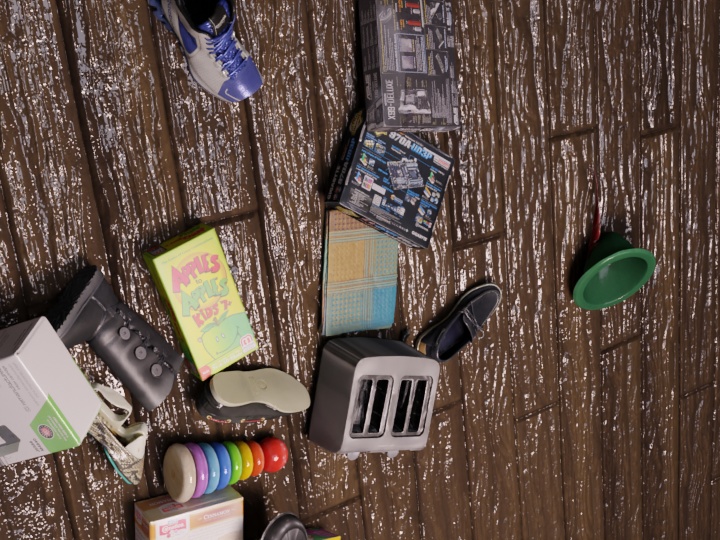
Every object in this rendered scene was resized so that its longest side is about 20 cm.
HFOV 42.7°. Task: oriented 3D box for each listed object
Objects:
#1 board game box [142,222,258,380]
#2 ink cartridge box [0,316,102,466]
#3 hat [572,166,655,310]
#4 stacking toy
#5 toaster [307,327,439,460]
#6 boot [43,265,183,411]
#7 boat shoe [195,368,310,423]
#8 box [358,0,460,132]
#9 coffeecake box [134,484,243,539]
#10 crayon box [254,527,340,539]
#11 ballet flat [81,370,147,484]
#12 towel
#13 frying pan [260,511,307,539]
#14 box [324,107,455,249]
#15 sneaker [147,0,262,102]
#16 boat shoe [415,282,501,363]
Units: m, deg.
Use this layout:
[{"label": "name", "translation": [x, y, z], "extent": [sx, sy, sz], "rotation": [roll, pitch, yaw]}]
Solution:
[{"label": "board game box", "translation": [-0.231, 0.046, 1.345], "extent": [0.101, 0.047, 0.203], "rotation": [-29, 116, -24]}, {"label": "ink cartridge box", "translation": [-0.448, 0.160, 1.140], "extent": [0.197, 0.084, 0.147], "rotation": [-17, 118, 18]}, {"label": "hat", "translation": [0.468, -0.053, 1.800], "extent": [0.164, 0.178, 0.200], "rotation": [12, 133, -36]}, {"label": "stacking toy", "translation": [-0.197, 0.296, 1.412], "extent": [0.197, 0.085, 0.087], "rotation": [-2, 103, -37]}, {"label": "toaster", "translation": [0.023, 0.201, 1.507], "extent": [0.178, 0.118, 0.204], "rotation": [6, 98, -35]}, {"label": "boot", "translation": [-0.345, 0.121, 1.255], "extent": [0.201, 0.065, 0.166], "rotation": [57, 48, -32]}, {"label": "boat shoe", "translation": [-0.163, 0.197, 1.421], "extent": [0.199, 0.074, 0.063], "rotation": [9, 138, -45]}, {"label": "box", "translation": [0.077, -0.318, 1.428], "extent": [0.156, 0.049, 0.204], "rotation": [-7, 93, -36]}, {"label": "coffeecake box", "translation": [-0.260, 0.442, 1.405], "extent": [0.151, 0.073, 0.204], "rotation": [-7, 105, -33]}, {"label": "crayon box", "translation": [-0.121, 0.516, 1.476], "extent": [0.199, 0.057, 0.176], "rotation": [12, 87, -57]}, {"label": "ballet flat", "translation": [-0.347, 0.219, 1.293], "extent": [0.075, 0.068, 0.201], "rotation": [-31, 117, 3]}, {"label": "towel", "translation": [0.000, 0.000, 1.503], "extent": [0.145, 0.022, 0.204], "rotation": [-4, 102, -34]}, {"label": "frying pan", "translation": [-0.127, 0.460, 1.384], "extent": [0.115, 0.030, 0.193], "rotation": [45, 57, -48]}, {"label": "box", "translation": [0.050, -0.143, 1.471], "extent": [0.198, 0.046, 0.162], "rotation": [24, 79, -35]}, {"label": "sneaker", "translation": [-0.199, -0.311, 1.238], "extent": [0.081, 0.115, 0.200], "rotation": [-46, 122, -14]}, {"label": "boat shoe", "translation": [0.183, 0.096, 1.621], "extent": [0.199, 0.062, 0.075], "rotation": [-37, 117, -22]}]
